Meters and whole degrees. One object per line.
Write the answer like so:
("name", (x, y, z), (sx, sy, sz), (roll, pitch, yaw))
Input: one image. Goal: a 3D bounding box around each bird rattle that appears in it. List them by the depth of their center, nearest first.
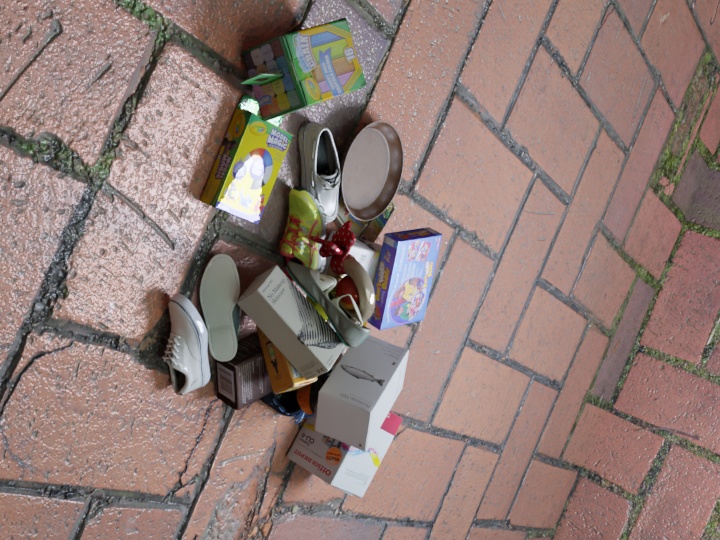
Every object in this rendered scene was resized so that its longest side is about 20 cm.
("bird rattle", (-0.024, 0.018, 1.665), (0.112, 0.163, 0.201), (-18, 141, -41))

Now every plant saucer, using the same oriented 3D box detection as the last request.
("plant saucer", (0.016, -0.201, 1.765), (0.199, 0.034, 0.203), (-28, 126, -46))

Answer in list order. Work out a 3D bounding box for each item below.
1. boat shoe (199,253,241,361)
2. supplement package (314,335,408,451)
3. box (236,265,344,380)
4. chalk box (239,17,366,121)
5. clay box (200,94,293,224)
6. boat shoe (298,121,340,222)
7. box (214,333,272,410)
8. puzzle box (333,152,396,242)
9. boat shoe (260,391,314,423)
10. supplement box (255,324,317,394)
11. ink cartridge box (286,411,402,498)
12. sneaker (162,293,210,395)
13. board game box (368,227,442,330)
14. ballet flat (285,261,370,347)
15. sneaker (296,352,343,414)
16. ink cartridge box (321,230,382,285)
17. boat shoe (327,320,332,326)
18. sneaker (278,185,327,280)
("boat shoe", (-0.252, 0.062, 1.607), (0.062, 0.072, 0.202), (-94, -176, -73))
("supplement package", (0.004, 0.240, 1.767), (0.200, 0.116, 0.118), (-54, 158, -48))
("box", (-0.124, 0.096, 1.594), (0.200, 0.068, 0.082), (49, 44, -15))
("chalk box", (-0.109, -0.333, 1.487), (0.199, 0.124, 0.125), (-29, 106, -40))
("clay box", (-0.193, -0.193, 1.544), (0.114, 0.047, 0.202), (20, 92, -53))
("boat shoe", (-0.068, -0.181, 1.671), (0.071, 0.065, 0.202), (-19, 117, -32))
("box", (-0.188, 0.179, 1.718), (0.199, 0.075, 0.101), (-23, 124, -41))
("puzzle box", (-0.002, -0.138, 1.826), (0.134, 0.025, 0.200), (-56, 142, -14))
("boat shoe", (-0.144, 0.276, 1.822), (0.199, 0.068, 0.085), (25, 88, -53))
("supplement box", (-0.147, 0.124, 1.656), (0.068, 0.066, 0.202), (-4, 74, -43))
("ink cartridge box", (-0.035, 0.370, 1.941), (0.144, 0.144, 0.201), (38, 77, -52))
("sneaker", (-0.311, 0.137, 1.543), (0.071, 0.073, 0.202), (-36, 133, -39))
("board game box", (0.093, 0.016, 1.846), (0.134, 0.045, 0.202), (-9, 119, -42))
("ballet flat", (-0.054, 0.049, 1.611), (0.064, 0.201, 0.067), (-39, 175, 10))
("sneaker", (-0.068, 0.236, 1.827), (0.093, 0.075, 0.201), (65, 29, -28))
("ink cartridge box", (0.000, 0.000, 1.836), (0.199, 0.068, 0.116), (14, 109, -48))
("boat shoe", (-0.035, 0.116, 1.828), (0.200, 0.068, 0.075), (-54, 154, -47))
("sneaker", (-0.117, -0.063, 1.680), (0.090, 0.078, 0.202), (-31, 130, -35))
